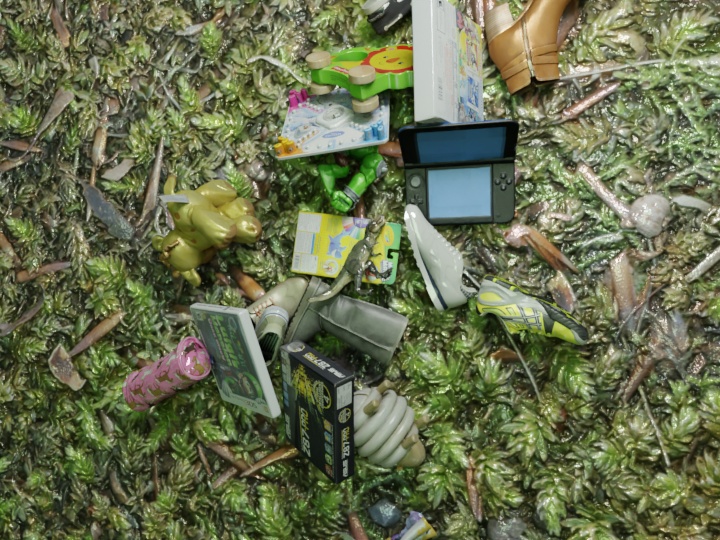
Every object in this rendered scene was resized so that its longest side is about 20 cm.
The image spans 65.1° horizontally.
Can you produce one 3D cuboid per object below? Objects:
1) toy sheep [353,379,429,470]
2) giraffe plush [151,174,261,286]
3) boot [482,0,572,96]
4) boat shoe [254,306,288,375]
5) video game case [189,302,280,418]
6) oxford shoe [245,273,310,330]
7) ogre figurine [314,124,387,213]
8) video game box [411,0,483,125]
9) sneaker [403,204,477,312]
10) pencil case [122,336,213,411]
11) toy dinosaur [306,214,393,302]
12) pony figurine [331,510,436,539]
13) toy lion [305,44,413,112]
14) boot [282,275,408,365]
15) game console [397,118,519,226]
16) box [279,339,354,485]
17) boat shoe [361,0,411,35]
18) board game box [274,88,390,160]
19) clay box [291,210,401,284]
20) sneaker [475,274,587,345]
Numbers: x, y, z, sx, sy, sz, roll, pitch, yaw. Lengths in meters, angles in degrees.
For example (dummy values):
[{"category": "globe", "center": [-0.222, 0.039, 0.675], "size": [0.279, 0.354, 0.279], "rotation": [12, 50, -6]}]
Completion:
[{"category": "toy sheep", "center": [0.035, 0.269, 0.995], "size": [0.200, 0.138, 0.138], "rotation": [44, 97, 4]}, {"category": "giraffe plush", "center": [-0.306, -0.064, 1.062], "size": [0.163, 0.197, 0.174], "rotation": [-57, 47, 29]}, {"category": "boot", "center": [0.322, -0.406, 0.976], "size": [0.197, 0.073, 0.158], "rotation": [-20, 84, 23]}, {"category": "boat shoe", "center": [-0.184, 0.151, 1.032], "size": [0.071, 0.063, 0.202], "rotation": [19, 126, -6]}, {"category": "video game case", "center": [-0.230, 0.159, 1.023], "size": [0.180, 0.023, 0.204], "rotation": [2, 112, 47]}, {"category": "oxford shoe", "center": [-0.174, 0.080, 1.066], "size": [0.199, 0.074, 0.071], "rotation": [-40, 83, 8]}, {"category": "ogre figurine", "center": [-0.023, -0.213, 1.024], "size": [0.118, 0.098, 0.202], "rotation": [-22, 51, 10]}, {"category": "video game box", "center": [0.151, -0.337, 0.954], "size": [0.046, 0.181, 0.205], "rotation": [-2, 88, 39]}, {"category": "sneaker", "center": [0.137, -0.030, 1.005], "size": [0.079, 0.076, 0.203], "rotation": [-23, 99, 13]}, {"category": "pencil case", "center": [-0.370, 0.199, 1.073], "size": [0.198, 0.086, 0.084], "rotation": [-31, 79, 28]}, {"category": "toy dinosaur", "center": [0.000, 0.000, 0.989], "size": [0.088, 0.048, 0.201], "rotation": [35, 79, 17]}, {"category": "pony figurine", "center": [0.053, 0.524, 0.992], "size": [0.199, 0.167, 0.194], "rotation": [-37, 91, -7]}, {"category": "toy lion", "center": [0.028, -0.361, 1.004], "size": [0.190, 0.070, 0.199], "rotation": [-34, 46, -26]}, {"category": "boot", "center": [-0.032, 0.120, 1.042], "size": [0.197, 0.073, 0.184], "rotation": [26, 115, -7]}, {"category": "game console", "center": [0.168, -0.160, 0.965], "size": [0.196, 0.118, 0.174], "rotation": [-1, 100, 12]}, {"category": "box", "center": [-0.075, 0.243, 0.985], "size": [0.160, 0.049, 0.204], "rotation": [26, 124, 46]}, {"category": "boat shoe", "center": [0.093, -0.509, 1.026], "size": [0.199, 0.074, 0.061], "rotation": [-42, 124, -8]}, {"category": "board game box", "center": [-0.047, -0.279, 1.003], "size": [0.196, 0.026, 0.202], "rotation": [-7, 46, 11]}, {"category": "clay box", "center": [-0.024, -0.041, 1.051], "size": [0.196, 0.048, 0.117], "rotation": [8, 90, 10]}, {"category": "sneaker", "center": [0.294, 0.081, 0.981], "size": [0.198, 0.075, 0.078], "rotation": [29, 102, 21]}]
